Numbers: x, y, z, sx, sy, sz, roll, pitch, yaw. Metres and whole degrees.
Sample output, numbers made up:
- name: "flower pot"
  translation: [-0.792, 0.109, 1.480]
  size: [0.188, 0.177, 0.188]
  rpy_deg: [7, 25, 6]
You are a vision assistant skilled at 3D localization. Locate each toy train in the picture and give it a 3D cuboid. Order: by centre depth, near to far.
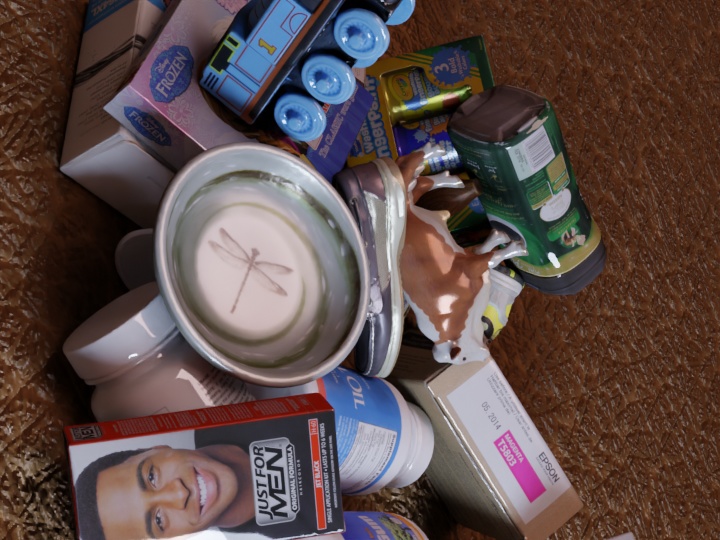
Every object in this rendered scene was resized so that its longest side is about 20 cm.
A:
- name: "toy train"
  translation: [-0.042, -0.190, 1.462]
  size: [0.114, 0.200, 0.087]
  rpy_deg: [36, 44, -5]

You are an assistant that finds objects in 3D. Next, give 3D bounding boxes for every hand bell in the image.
- name: "hand bell"
  translation: [0.029, -0.043, 1.728]
  size: [0.104, 0.200, 0.104]
  rpy_deg: [34, 45, -42]

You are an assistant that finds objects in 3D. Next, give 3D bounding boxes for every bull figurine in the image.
- name: "bull figurine"
  translation: [0.070, -0.014, 1.625]
  size: [0.200, 0.121, 0.065]
  rpy_deg: [51, -4, -1]

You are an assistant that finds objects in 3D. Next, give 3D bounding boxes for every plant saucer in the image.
- name: "plant saucer"
  translation: [-0.085, 0.000, 1.447]
  size: [0.200, 0.050, 0.200]
  rpy_deg: [13, 66, -32]

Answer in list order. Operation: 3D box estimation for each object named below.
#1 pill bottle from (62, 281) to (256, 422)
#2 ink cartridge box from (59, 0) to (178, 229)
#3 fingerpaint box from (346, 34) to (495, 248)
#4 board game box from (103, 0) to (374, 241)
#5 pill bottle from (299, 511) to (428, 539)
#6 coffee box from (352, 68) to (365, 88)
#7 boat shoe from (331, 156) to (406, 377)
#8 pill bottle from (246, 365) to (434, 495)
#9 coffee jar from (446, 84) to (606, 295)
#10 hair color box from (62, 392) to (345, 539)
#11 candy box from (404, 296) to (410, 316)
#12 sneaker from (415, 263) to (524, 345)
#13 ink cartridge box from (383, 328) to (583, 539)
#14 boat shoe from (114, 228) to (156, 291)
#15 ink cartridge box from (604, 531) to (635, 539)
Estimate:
- name: "pill bottle"
  translation: [-0.142, 0.116, 1.449]
  size: [0.200, 0.113, 0.113]
  rpy_deg: [58, 32, -15]
- name: "ink cartridge box"
  translation: [-0.174, -0.143, 1.594]
  size: [0.146, 0.084, 0.200]
  rpy_deg: [37, 44, -37]
- name: "fingerpaint box"
  translation: [0.069, -0.121, 1.861]
  size: [0.073, 0.167, 0.200]
  rpy_deg: [59, 18, -72]
- name: "board game box"
  translation: [-0.097, -0.143, 1.556]
  size: [0.199, 0.041, 0.200]
  rpy_deg: [40, 43, -17]
- name: "pill bottle"
  translation: [-0.032, 0.257, 1.527]
  size: [0.200, 0.112, 0.112]
  rpy_deg: [11, 62, -55]
- name: "coffee box"
  translation: [-0.098, -0.224, 1.736]
  size: [0.200, 0.113, 0.080]
  rpy_deg: [36, 43, -39]
- name: "boat shoe"
  translation: [0.000, 0.000, 1.570]
  size: [0.072, 0.065, 0.200]
  rpy_deg: [-131, -141, -58]
- name: "pill bottle"
  translation: [-0.025, 0.139, 1.614]
  size: [0.200, 0.112, 0.112]
  rpy_deg: [20, 54, -51]
- name: "coffee jar"
  translation: [0.161, -0.072, 1.723]
  size: [0.085, 0.104, 0.200]
  rpy_deg: [-38, 126, -18]
- name: "hair color box"
  translation: [-0.117, 0.157, 1.370]
  size: [0.061, 0.200, 0.102]
  rpy_deg: [-144, -132, -74]
- name: "candy box"
  translation: [-0.057, -0.017, 1.661]
  size: [0.200, 0.117, 0.056]
  rpy_deg: [57, 34, -16]
- name: "sneaker"
  translation: [0.093, 0.051, 1.805]
  size: [0.075, 0.200, 0.076]
  rpy_deg: [27, 66, -4]
- name: "ink cartridge box"
  translation: [0.104, 0.159, 1.743]
  size: [0.075, 0.165, 0.200]
  rpy_deg: [-36, 105, -18]
- name: "boat shoe"
  translation: [-0.117, 0.007, 1.577]
  size: [0.202, 0.075, 0.086]
  rpy_deg: [17, 14, -14]
- name: "ink cartridge box"
  translation: [0.154, 0.320, 1.685]
  size: [0.146, 0.200, 0.084]
  rpy_deg: [-2, 69, -58]
